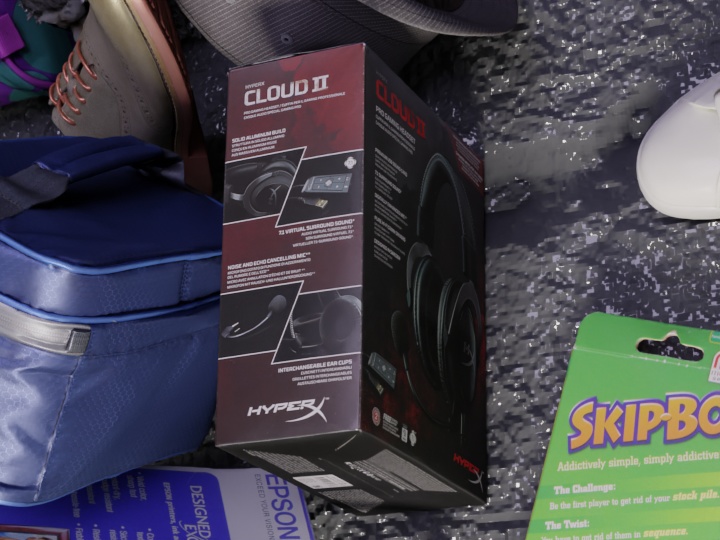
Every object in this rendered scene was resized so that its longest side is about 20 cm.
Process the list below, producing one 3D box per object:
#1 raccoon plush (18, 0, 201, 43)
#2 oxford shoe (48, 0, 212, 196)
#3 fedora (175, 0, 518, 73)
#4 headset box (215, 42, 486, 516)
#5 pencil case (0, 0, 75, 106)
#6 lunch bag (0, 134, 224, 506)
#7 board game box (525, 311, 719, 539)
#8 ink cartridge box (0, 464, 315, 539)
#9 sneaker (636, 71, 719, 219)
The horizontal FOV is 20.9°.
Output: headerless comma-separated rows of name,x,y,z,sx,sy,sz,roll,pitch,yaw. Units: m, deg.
raccoon plush,-0.162,-0.197,1.077,0.097,0.134,0.201,-43,59,17
oxford shoe,-0.122,-0.091,0.979,0.073,0.201,0.071,-14,55,-4
fedora,-0.026,-0.149,0.981,0.091,0.199,0.178,-52,21,26
headset box,0.000,0.000,0.919,0.076,0.149,0.202,-7,68,24
pencil case,-0.263,-0.123,1.134,0.198,0.092,0.086,-12,91,25
lunch bag,-0.133,0.007,0.906,0.135,0.199,0.133,28,110,22
board game box,0.123,0.122,0.882,0.095,0.030,0.202,9,79,29
ink cartridge box,-0.108,0.160,0.850,0.199,0.198,0.044,-108,27,-52
sneaker,0.207,-0.089,0.882,0.199,0.085,0.073,-25,64,19
